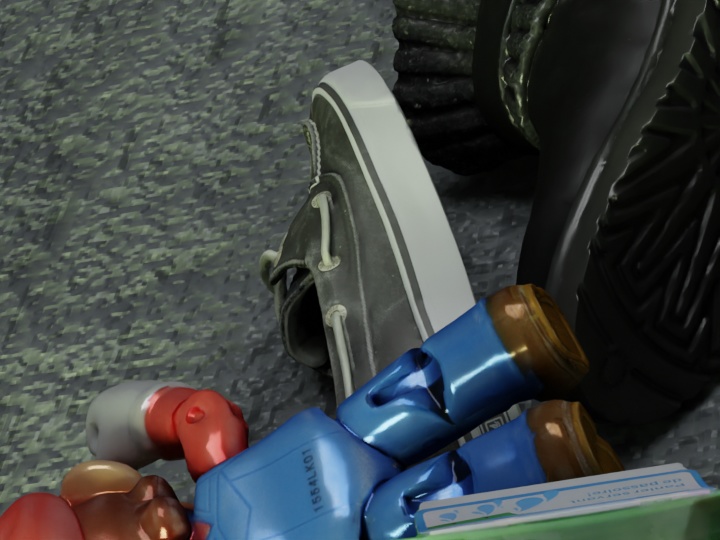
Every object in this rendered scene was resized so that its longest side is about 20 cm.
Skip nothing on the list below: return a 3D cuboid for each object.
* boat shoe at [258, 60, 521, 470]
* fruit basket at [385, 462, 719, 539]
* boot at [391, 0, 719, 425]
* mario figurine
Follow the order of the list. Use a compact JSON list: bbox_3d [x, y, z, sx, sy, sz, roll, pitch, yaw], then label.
[{"bbox_3d":[0.000,0.000,0.953,0.063,0.071,0.200,-20,36,0],"label":"boat shoe"},{"bbox_3d":[0.060,0.097,0.693,0.184,0.094,0.200,-9,-4,-1],"label":"fruit basket"},{"bbox_3d":[0.064,-0.044,0.965,0.157,0.079,0.212,-4,55,45],"label":"boot"},{"bbox_3d":[-0.019,0.080,0.850,0.199,0.106,0.124,-23,21,12],"label":"mario figurine"}]
